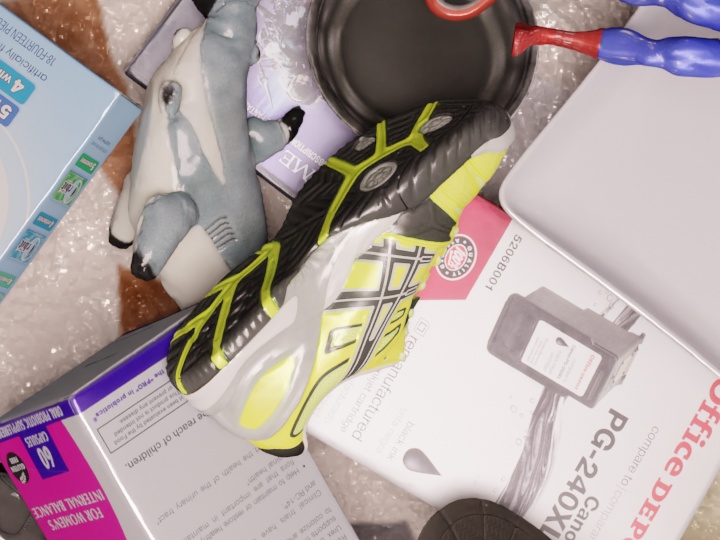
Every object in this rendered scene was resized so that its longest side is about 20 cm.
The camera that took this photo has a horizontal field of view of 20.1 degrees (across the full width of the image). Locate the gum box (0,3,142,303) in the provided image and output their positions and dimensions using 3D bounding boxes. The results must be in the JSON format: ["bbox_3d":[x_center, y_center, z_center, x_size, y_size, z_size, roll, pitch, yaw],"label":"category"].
[{"bbox_3d":[-0.234,-0.050,0.987,0.170,0.045,0.200,36,90,11],"label":"gum box"}]

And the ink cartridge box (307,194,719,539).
[{"bbox_3d":[0.084,0.061,1.018,0.200,0.083,0.146,30,89,-4],"label":"ink cartridge box"}]

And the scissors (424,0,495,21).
[{"bbox_3d":[0.087,-0.211,0.981,0.073,0.014,0.200,40,89,5],"label":"scissors"}]

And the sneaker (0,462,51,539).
[{"bbox_3d":[-0.174,0.147,1.011,0.091,0.076,0.200,-38,98,-10],"label":"sneaker"}]

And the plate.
[{"bbox_3d":[0.194,-0.044,0.994,0.199,0.032,0.200,38,73,0],"label":"plate"}]

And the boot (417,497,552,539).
[{"bbox_3d":[0.098,0.212,0.971,0.200,0.151,0.073,39,61,17],"label":"boot"}]

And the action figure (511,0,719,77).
[{"bbox_3d":[0.171,-0.103,0.927,0.199,0.099,0.066,11,103,2],"label":"action figure"}]

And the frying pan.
[{"bbox_3d":[0.033,-0.148,1.007,0.114,0.031,0.191,7,79,-7],"label":"frying pan"}]

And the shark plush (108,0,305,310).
[{"bbox_3d":[-0.068,-0.073,1.010,0.083,0.091,0.201,9,87,-17],"label":"shark plush"}]

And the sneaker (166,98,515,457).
[{"bbox_3d":[0.000,0.000,0.946,0.200,0.075,0.076,-44,116,-6],"label":"sneaker"}]

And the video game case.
[{"bbox_3d":[-0.004,-0.138,1.036,0.143,0.019,0.200,37,90,-5],"label":"video game case"}]

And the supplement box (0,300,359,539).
[{"bbox_3d":[-0.076,0.130,0.982,0.103,0.101,0.200,-35,98,-36],"label":"supplement box"}]
